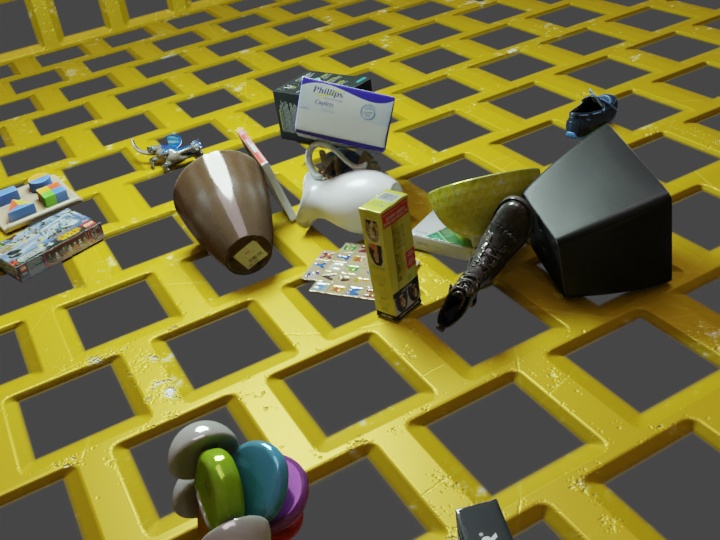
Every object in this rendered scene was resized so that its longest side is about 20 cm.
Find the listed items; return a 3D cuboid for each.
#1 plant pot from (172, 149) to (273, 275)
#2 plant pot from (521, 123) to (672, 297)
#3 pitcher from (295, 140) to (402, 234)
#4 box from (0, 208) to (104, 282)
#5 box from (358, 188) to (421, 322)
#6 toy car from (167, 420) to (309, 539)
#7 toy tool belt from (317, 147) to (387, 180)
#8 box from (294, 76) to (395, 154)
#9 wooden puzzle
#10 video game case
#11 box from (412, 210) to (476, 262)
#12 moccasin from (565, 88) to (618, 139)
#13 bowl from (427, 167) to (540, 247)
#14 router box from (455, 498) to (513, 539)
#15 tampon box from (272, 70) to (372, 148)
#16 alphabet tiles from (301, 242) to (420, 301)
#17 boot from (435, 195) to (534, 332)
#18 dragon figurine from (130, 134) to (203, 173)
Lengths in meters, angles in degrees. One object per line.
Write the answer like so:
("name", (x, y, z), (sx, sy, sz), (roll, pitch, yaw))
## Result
("plant pot", (-0.238, -0.092, 1.619), (0.184, 0.189, 0.201), (-18, 47, -15))
("plant pot", (0.372, -0.076, 1.387), (0.175, 0.201, 0.201), (-23, 46, -2))
("pitcher", (-0.022, -0.159, 1.654), (0.197, 0.175, 0.121), (6, 14, 25))
("box", (-0.646, -0.055, 1.768), (0.136, 0.040, 0.199), (20, 42, 39))
("box", (0.050, -0.023, 1.389), (0.050, 0.203, 0.075), (16, 38, 39))
("toy car", (-0.130, 0.269, 0.982), (0.148, 0.202, 0.176), (-14, 50, -20))
("toy tool belt", (-0.031, -0.210, 1.780), (0.124, 0.125, 0.199), (-29, 36, -29))
("box", (-0.033, -0.300, 1.690), (0.181, 0.107, 0.200), (12, 5, -2))
("wooden puzzle", (-0.757, -0.166, 1.967), (0.184, 0.047, 0.199), (-29, 37, -28))
("video game case", (-0.195, -0.200, 1.788), (0.017, 0.144, 0.200), (-30, 35, -6))
("box", (0.200, -0.090, 1.614), (0.143, 0.037, 0.200), (14, 41, 32))
("moccasin", (0.527, -0.360, 1.929), (0.080, 0.069, 0.200), (14, 38, 32))
("bowl", (0.221, -0.101, 1.481), (0.197, 0.110, 0.200), (-12, -1, 0))
("router box", (0.143, 0.349, 0.825), (0.050, 0.151, 0.201), (-12, 32, -5))
("tampon box", (-0.085, -0.390, 2.076), (0.198, 0.128, 0.150), (16, 39, 35))
("alphabet tiles", (0.000, 0.000, 1.550), (0.197, 0.006, 0.167), (7, 35, 24))
("boot", (0.194, -0.006, 1.353), (0.069, 0.202, 0.174), (32, 41, 11))
("dragon figurine", (-0.460, -0.288, 2.073), (0.198, 0.060, 0.099), (18, 41, 36))
